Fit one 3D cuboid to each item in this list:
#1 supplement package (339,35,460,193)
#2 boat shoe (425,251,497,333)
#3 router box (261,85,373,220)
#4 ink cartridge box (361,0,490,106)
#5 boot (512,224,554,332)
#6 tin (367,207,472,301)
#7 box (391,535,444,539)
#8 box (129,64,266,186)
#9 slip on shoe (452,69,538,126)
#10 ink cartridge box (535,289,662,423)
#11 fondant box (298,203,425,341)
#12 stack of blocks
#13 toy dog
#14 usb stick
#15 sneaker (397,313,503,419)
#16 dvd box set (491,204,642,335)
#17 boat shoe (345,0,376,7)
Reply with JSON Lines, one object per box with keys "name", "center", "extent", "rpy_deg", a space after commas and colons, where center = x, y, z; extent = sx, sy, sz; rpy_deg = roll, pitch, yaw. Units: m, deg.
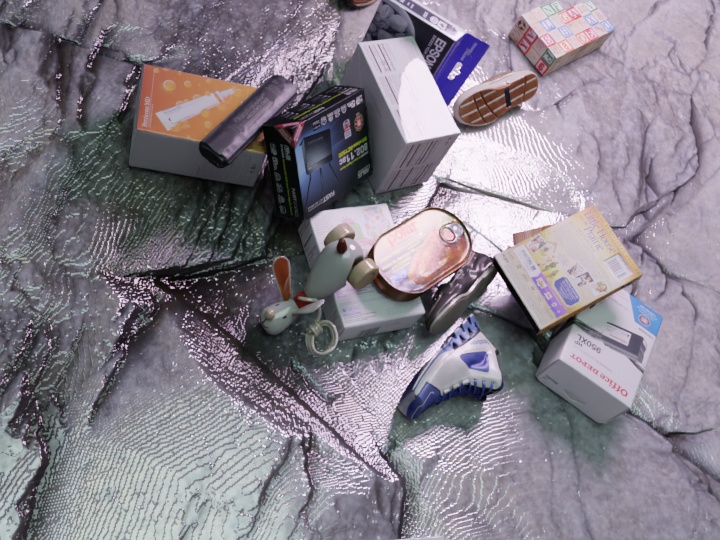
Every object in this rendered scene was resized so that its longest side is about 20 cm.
{"name": "supplement package", "center": [0.057, -0.262, 1.535], "extent": [0.110, 0.156, 0.202], "rpy_deg": [-14, 69, -25]}
{"name": "boat shoe", "center": [0.154, 0.033, 1.479], "extent": [0.057, 0.067, 0.200], "rpy_deg": [34, 48, 21]}
{"name": "router box", "center": [-0.063, -0.188, 1.431], "extent": [0.062, 0.151, 0.200], "rpy_deg": [14, 35, 32]}
{"name": "ink cartridge box", "center": [0.099, -0.376, 1.589], "extent": [0.199, 0.198, 0.044], "rpy_deg": [30, 62, -4]}
{"name": "boot", "center": [0.341, 0.007, 1.527], "extent": [0.153, 0.077, 0.202], "rpy_deg": [-6, 49, 9]}
{"name": "tin", "center": [0.093, -0.027, 1.431], "extent": [0.199, 0.042, 0.113], "rpy_deg": [-30, 83, -36]}
{"name": "box", "center": [0.014, 0.426, 1.186], "extent": [0.198, 0.098, 0.126], "rpy_deg": [2, 63, -22]}
{"name": "box", "center": [-0.250, -0.223, 1.416], "extent": [0.198, 0.098, 0.126], "rpy_deg": [8, 61, -18]}
{"name": "slip on shoe", "center": [0.245, -0.330, 1.710], "extent": [0.199, 0.077, 0.060], "rpy_deg": [-29, 37, -24]}
{"name": "ink cartridge box", "center": [0.398, 0.128, 1.510], "extent": [0.144, 0.084, 0.201], "rpy_deg": [33, 57, -2]}
{"name": "fondant box", "center": [0.000, 0.000, 1.432], "extent": [0.143, 0.058, 0.202], "rpy_deg": [-8, 68, -26]}
{"name": "stack of blocks", "center": [0.413, -0.489, 1.860], "extent": [0.199, 0.059, 0.116], "rpy_deg": [-29, 77, -32]}
{"name": "toy dog", "center": [-0.064, 0.014, 1.325], "extent": [0.131, 0.096, 0.201], "rpy_deg": [28, 80, 20]}
{"name": "usb stick", "center": [-0.166, -0.227, 1.366], "extent": [0.055, 0.033, 0.200], "rpy_deg": [34, 56, 6]}
{"name": "sneaker", "center": [0.156, 0.165, 1.394], "extent": [0.115, 0.081, 0.199], "rpy_deg": [42, 55, 6]}
{"name": "dvd box set", "center": [0.334, -0.004, 1.477], "extent": [0.198, 0.029, 0.147], "rpy_deg": [-27, 70, -10]}
{"name": "boat shoe", "center": [0.035, -0.578, 1.745], "extent": [0.076, 0.074, 0.200], "rpy_deg": [42, 56, 4]}
